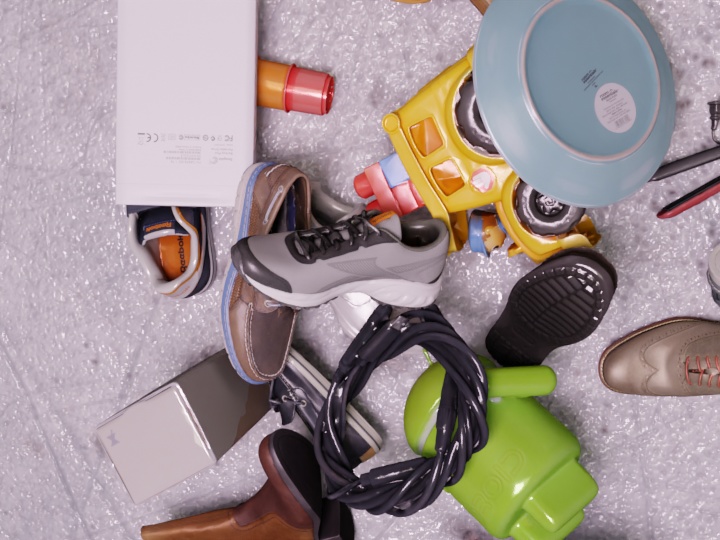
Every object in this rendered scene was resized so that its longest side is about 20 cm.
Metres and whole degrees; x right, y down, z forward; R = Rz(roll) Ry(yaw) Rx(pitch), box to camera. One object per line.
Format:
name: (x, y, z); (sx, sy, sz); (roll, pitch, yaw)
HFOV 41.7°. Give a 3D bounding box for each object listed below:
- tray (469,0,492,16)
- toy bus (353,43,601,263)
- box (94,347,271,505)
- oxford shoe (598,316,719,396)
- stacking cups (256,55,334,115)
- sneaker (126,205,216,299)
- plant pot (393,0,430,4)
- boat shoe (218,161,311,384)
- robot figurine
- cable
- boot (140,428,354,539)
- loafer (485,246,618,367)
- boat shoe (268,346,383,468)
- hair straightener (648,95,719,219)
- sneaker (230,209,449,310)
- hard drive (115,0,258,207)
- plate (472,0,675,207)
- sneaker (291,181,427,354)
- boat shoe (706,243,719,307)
tray: (0.195, -0.277, 0.826); (0.200, 0.037, 0.099); (-42, 88, -3)
toy bus: (0.098, -0.079, 0.850); (0.190, 0.136, 0.202); (-29, 92, 17)
box: (-0.157, 0.135, 0.891); (0.094, 0.200, 0.079); (-28, 91, 13)
oxford shoe: (0.315, 0.080, 0.853); (0.196, 0.075, 0.072); (-11, 96, 13)
stacking cups: (-0.124, -0.186, 0.924); (0.196, 0.061, 0.062); (13, 100, 5)
sneaker: (-0.192, -0.072, 0.937); (0.077, 0.079, 0.204); (-13, 93, 13)
plant pot: (0.025, -0.366, 0.808); (0.198, 0.200, 0.185); (29, 87, 6)
boat shoe: (-0.080, 0.005, 0.851); (0.072, 0.071, 0.205); (6, 97, 49)
robot figurine: (0.119, 0.159, 0.865); (0.200, 0.115, 0.177); (42, 144, 28)
cable: (0.033, 0.132, 0.837); (0.163, 0.050, 0.201); (45, 109, 32)
boot: (-0.125, 0.234, 0.934); (0.196, 0.189, 0.069); (-13, 51, 13)
loafer: (0.168, 0.026, 0.830); (0.073, 0.200, 0.071); (41, 63, 4)
boat shoe: (-0.064, 0.122, 0.934); (0.062, 0.075, 0.200); (-44, 92, -8)
hair straightener: (0.341, -0.123, 0.839); (0.198, 0.041, 0.078); (-28, 91, 14)
sneaker: (-0.014, -0.018, 0.786); (0.197, 0.074, 0.080); (0, 128, -27)
hard drive: (-0.162, -0.162, 0.881); (0.129, 0.027, 0.205); (1, 93, 2)
plate: (0.182, -0.153, 0.765); (0.196, 0.026, 0.205); (4, 80, -22)
sneaker: (0.000, 0.000, 0.893); (0.199, 0.075, 0.100); (40, 132, 3)
boat shoe: (0.408, -0.008, 0.842); (0.196, 0.074, 0.062); (-13, 138, 6)
